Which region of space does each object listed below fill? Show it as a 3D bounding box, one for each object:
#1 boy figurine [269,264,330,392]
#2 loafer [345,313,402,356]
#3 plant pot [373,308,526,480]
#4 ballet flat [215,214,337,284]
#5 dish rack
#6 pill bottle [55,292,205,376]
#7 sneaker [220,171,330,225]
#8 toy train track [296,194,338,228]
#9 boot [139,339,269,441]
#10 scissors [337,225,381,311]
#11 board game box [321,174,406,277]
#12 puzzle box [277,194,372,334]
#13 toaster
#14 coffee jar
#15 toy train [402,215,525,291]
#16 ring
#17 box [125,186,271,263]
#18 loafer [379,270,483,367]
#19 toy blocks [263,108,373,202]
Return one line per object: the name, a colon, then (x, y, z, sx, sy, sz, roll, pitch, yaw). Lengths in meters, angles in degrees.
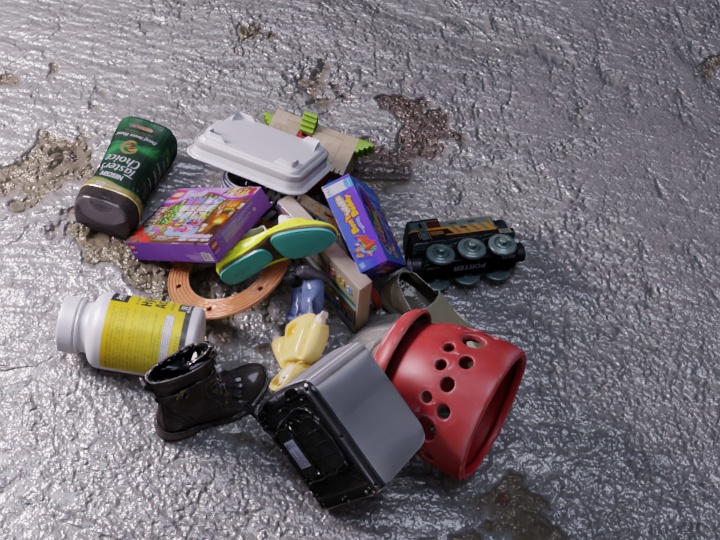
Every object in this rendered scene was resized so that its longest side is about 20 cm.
boy figurine: (-0.094, 0.099, 1.699, 0.064, 0.124, 0.201, 26, 62, -34)
loafer: (0.010, 0.132, 1.710, 0.072, 0.063, 0.200, -10, 19, 34)
plant pot: (0.110, 0.167, 1.624, 0.182, 0.201, 0.201, 23, 54, 18)
ballet flat: (-0.126, -0.044, 1.701, 0.199, 0.067, 0.067, -22, 46, 19)
dish rack: (-0.151, -0.189, 1.802, 0.199, 0.044, 0.172, 21, 29, 11)
pill bottle: (-0.327, 0.092, 1.662, 0.198, 0.112, 0.112, 9, 53, -2)
sneaker: (-0.129, -0.112, 1.839, 0.198, 0.109, 0.070, 10, 51, -1)
toy train track: (-0.026, -0.059, 1.818, 0.199, 0.032, 0.115, 32, 48, -30)
boot: (-0.207, 0.151, 1.598, 0.199, 0.175, 0.069, -28, 62, -25)
scissors: (0.000, 0.000, 1.725, 0.014, 0.200, 0.073, -38, 67, -14)
board game box: (0.009, -0.062, 1.720, 0.045, 0.200, 0.135, -25, 84, 8)
puzzle box: (-0.057, -0.008, 1.761, 0.025, 0.133, 0.200, -33, 64, -23)
toaster: (-0.035, 0.205, 1.553, 0.118, 0.181, 0.201, -37, 90, -34)
coffee jar: (-0.373, -0.146, 1.844, 0.104, 0.086, 0.201, 17, 54, 4)
toy train: (0.160, -0.036, 1.850, 0.198, 0.086, 0.114, -9, 46, -14)
ring: (-0.199, -0.001, 1.768, 0.199, 0.019, 0.201, -12, 45, 12)
box: (-0.248, -0.071, 1.769, 0.199, 0.039, 0.137, 2, 41, 42)
loafer: (0.111, 0.074, 1.767, 0.200, 0.068, 0.076, 37, 58, 18)
toy blocks: (-0.095, -0.175, 1.913, 0.199, 0.100, 0.137, 21, 66, 8)
